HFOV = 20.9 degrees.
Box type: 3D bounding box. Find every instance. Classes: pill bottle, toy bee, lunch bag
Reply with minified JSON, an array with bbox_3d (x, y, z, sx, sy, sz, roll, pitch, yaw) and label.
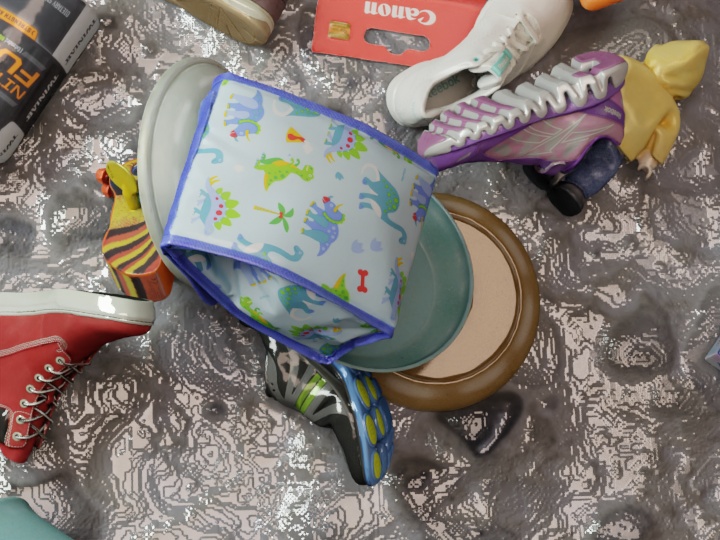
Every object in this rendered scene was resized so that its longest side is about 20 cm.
[{"bbox_3d":[-0.321,-0.164,1.688,0.106,0.106,0.200,32,78,-1],"label":"pill bottle"},{"bbox_3d":[-0.186,-0.052,1.698,0.109,0.200,0.131,3,116,20],"label":"toy bee"},{"bbox_3d":[-0.059,-0.045,1.580,0.200,0.127,0.170,30,57,-26],"label":"lunch bag"}]

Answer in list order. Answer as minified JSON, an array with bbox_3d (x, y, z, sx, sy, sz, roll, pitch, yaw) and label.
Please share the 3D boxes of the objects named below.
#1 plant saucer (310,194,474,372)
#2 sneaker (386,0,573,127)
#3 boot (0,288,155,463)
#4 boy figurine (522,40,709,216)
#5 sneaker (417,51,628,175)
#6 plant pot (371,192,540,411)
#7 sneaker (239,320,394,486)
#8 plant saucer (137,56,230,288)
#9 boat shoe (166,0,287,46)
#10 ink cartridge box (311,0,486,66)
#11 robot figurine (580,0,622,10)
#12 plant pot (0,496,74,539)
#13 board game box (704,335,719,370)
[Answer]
[{"bbox_3d":[0.000,0.000,1.685,0.200,0.036,0.200,9,63,-19],"label":"plant saucer"},{"bbox_3d":[0.120,-0.191,1.748,0.200,0.088,0.075,-39,107,-8],"label":"sneaker"},{"bbox_3d":[-0.248,0.089,1.626,0.072,0.200,0.144,13,76,-46],"label":"boot"},{"bbox_3d":[0.236,-0.146,1.775,0.124,0.064,0.200,44,77,2],"label":"boy figurine"},{"bbox_3d":[0.149,-0.117,1.694,0.200,0.080,0.088,-21,113,-10],"label":"sneaker"},{"bbox_3d":[0.065,0.026,1.743,0.200,0.027,0.200,1,81,-7],"label":"plant pot"},{"bbox_3d":[-0.037,0.101,1.699,0.083,0.071,0.200,-35,81,18],"label":"sneaker"},{"bbox_3d":[-0.116,-0.083,1.656,0.050,0.200,0.200,-2,79,26],"label":"plant saucer"},{"bbox_3d":[-0.155,-0.278,1.750,0.200,0.072,0.065,33,66,3],"label":"boat shoe"},{"bbox_3d":[0.044,-0.290,1.786,0.161,0.050,0.200,8,77,-5],"label":"ink cartridge box"},{"bbox_3d":[0.216,-0.331,1.760,0.144,0.117,0.200,14,52,-17],"label":"robot figurine"},{"bbox_3d":[-0.276,0.296,1.581,0.200,0.200,0.188,-37,71,-11],"label":"plant pot"},{"bbox_3d":[0.451,0.057,1.777,0.199,0.041,0.200,35,79,0],"label":"board game box"}]
